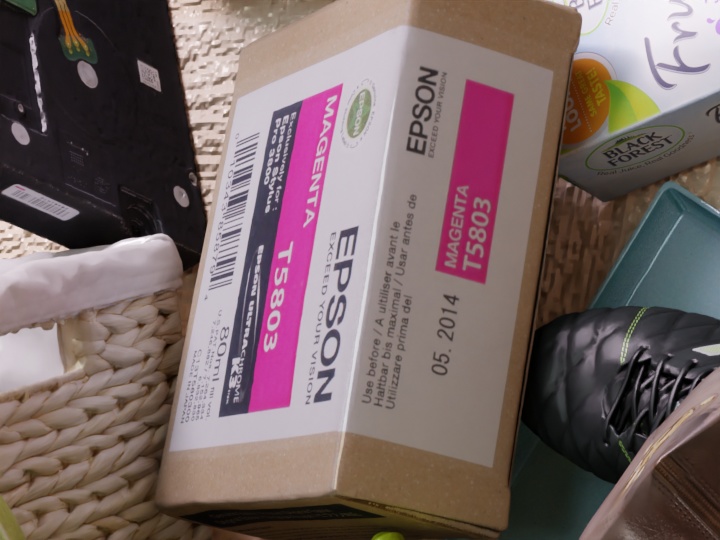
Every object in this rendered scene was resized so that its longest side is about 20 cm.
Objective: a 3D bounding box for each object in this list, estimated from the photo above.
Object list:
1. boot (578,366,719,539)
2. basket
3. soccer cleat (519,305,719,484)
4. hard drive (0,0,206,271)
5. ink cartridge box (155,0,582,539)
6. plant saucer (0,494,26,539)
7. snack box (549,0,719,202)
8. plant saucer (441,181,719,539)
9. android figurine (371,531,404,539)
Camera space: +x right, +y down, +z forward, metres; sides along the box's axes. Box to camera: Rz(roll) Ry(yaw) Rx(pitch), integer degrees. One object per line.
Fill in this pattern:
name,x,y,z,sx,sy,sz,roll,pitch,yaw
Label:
boot,0.119,0.134,0.747,0.186,0.200,0.064,-46,25,7
basket,-0.192,0.085,0.989,0.199,0.198,0.162,-5,96,35
soccer cleat,0.130,0.053,0.832,0.199,0.081,0.068,19,88,33
hard drive,-0.136,-0.104,1.075,0.038,0.140,0.201,-26,60,28
ink cartridge box,0.000,0.000,0.935,0.165,0.075,0.201,-17,60,62
plant saucer,-0.173,0.123,0.850,0.199,0.031,0.201,10,108,33
snack box,0.151,-0.128,0.915,0.199,0.053,0.143,-22,60,31
plant saucer,0.089,0.068,0.916,0.070,0.019,0.201,36,96,40
android figurine,0.041,0.180,0.833,0.183,0.041,0.200,98,152,-42
